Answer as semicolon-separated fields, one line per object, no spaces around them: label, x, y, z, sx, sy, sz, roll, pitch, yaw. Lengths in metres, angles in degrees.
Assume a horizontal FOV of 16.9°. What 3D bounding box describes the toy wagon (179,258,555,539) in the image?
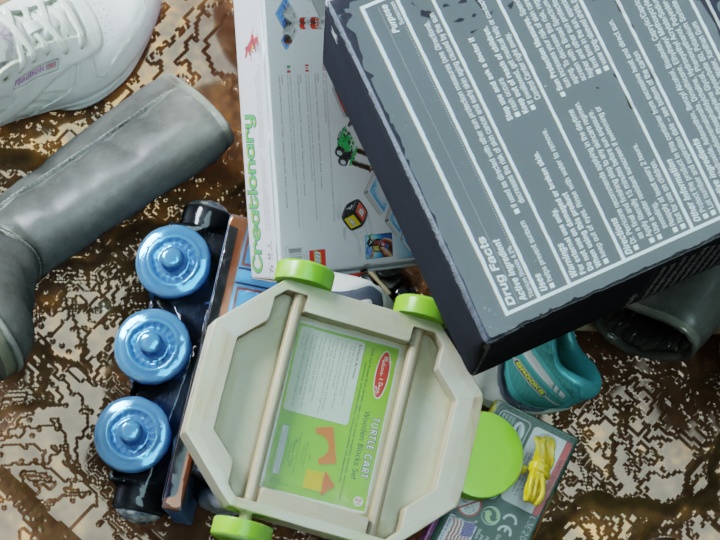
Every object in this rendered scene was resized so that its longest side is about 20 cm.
toy wagon;0.006;0.087;1.315;0.200;0.040;0.155;16;77;-11

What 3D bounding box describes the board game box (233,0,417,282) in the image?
board game box;-0.009;-0.099;1.416;0.126;0.035;0.200;-6;96;-33

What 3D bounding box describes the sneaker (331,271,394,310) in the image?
sneaker;-0.009;0.105;1.408;0.079;0.199;0.130;14;61;22

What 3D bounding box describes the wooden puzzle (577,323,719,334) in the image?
wooden puzzle;0.166;-0.055;1.550;0.185;0.037;0.200;2;74;-8

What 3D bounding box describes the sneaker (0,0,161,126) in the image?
sneaker;-0.204;-0.128;1.472;0.200;0.100;0.075;-33;83;-15

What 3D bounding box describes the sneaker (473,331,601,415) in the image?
sneaker;0.103;-0.012;1.449;0.080;0.078;0.200;-3;106;26

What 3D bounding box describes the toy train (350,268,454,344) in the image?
toy train;0.000;0.000;1.511;0.046;0.034;0.200;-42;87;-8

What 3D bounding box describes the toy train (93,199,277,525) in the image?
toy train;-0.087;0.058;1.451;0.114;0.087;0.200;11;77;6

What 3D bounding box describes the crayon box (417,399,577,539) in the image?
crayon box;0.050;0.188;1.409;0.058;0.173;0.200;26;77;4

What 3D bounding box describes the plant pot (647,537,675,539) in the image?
plant pot;0.187;0.266;1.427;0.187;0.187;0.200;-22;69;-12

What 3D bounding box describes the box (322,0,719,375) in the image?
box;0.107;-0.079;1.281;0.198;0.123;0.200;-23;81;-7

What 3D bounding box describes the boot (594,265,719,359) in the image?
boot;0.241;-0.037;1.444;0.200;0.182;0.073;-44;97;-24

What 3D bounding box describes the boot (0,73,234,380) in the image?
boot;-0.161;-0.031;1.438;0.200;0.182;0.073;-26;126;-13
